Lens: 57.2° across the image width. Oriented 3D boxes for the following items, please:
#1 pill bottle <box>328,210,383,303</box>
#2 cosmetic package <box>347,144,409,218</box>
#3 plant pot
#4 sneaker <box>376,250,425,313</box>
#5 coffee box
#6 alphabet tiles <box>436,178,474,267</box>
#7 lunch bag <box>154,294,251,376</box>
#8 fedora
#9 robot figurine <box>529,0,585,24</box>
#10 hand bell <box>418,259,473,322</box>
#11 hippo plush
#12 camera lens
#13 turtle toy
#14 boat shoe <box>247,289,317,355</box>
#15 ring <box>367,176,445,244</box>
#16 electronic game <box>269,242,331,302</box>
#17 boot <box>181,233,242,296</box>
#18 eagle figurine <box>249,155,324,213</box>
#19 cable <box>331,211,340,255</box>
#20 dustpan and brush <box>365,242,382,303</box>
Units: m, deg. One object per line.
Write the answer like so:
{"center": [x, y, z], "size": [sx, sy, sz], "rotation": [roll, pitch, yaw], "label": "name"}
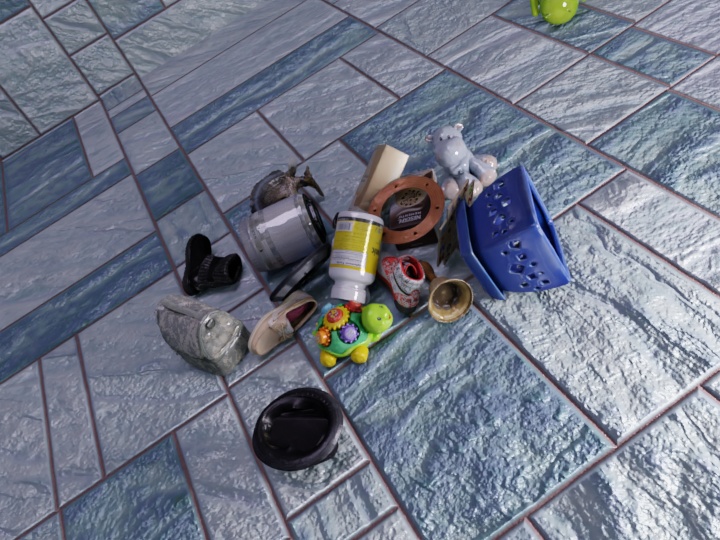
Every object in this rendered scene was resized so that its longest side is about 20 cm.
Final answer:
{"center": [-0.014, -0.029, 1.534], "size": [0.110, 0.111, 0.202], "rotation": [6, 83, 33], "label": "pill bottle"}
{"center": [0.042, -0.218, 1.704], "size": [0.201, 0.071, 0.105], "rotation": [-67, 17, 0], "label": "cosmetic package"}
{"center": [0.313, -0.067, 1.402], "size": [0.179, 0.200, 0.201], "rotation": [-23, 41, 24], "label": "plant pot"}
{"center": [0.090, -0.007, 1.518], "size": [0.067, 0.109, 0.202], "rotation": [-3, 42, -21], "label": "sneaker"}
{"center": [0.139, -0.156, 1.671], "size": [0.112, 0.080, 0.201], "rotation": [-11, 45, 18], "label": "coffee box"}
{"center": [0.216, -0.106, 1.497], "size": [0.006, 0.201, 0.167], "rotation": [24, 59, 20], "label": "alphabet tiles"}
{"center": [-0.388, 0.143, 1.595], "size": [0.199, 0.168, 0.140], "rotation": [14, 56, 38], "label": "lunch bag"}
{"center": [-0.113, 0.331, 1.320], "size": [0.199, 0.092, 0.202], "rotation": [-15, 44, 15], "label": "fedora"}
{"center": [0.622, -0.852, 2.069], "size": [0.174, 0.116, 0.201], "rotation": [-7, 47, 26], "label": "robot figurine"}
{"center": [0.169, 0.023, 1.495], "size": [0.104, 0.105, 0.200], "rotation": [-28, 29, 0], "label": "hand bell"}
{"center": [0.259, -0.299, 1.687], "size": [0.158, 0.161, 0.201], "rotation": [-15, 44, 15], "label": "hippo plush"}
{"center": [-0.199, -0.100, 1.739], "size": [0.199, 0.161, 0.161], "rotation": [-24, 42, 6], "label": "camera lens"}
{"center": [-0.020, 0.124, 1.466], "size": [0.198, 0.101, 0.147], "rotation": [-10, 45, 20], "label": "turtle toy"}
{"center": [-0.182, 0.127, 1.572], "size": [0.069, 0.074, 0.200], "rotation": [19, 59, 46], "label": "boat shoe"}
{"center": [0.110, -0.144, 1.595], "size": [0.199, 0.019, 0.202], "rotation": [-13, 54, 19], "label": "ring"}
{"center": [-0.146, 0.005, 1.615], "size": [0.200, 0.042, 0.200], "rotation": [-44, -1, -1], "label": "electronic game"}
{"center": [-0.405, -0.031, 1.838], "size": [0.157, 0.079, 0.213], "rotation": [-19, 53, 21], "label": "boot"}
{"center": [-0.215, -0.212, 1.853], "size": [0.199, 0.152, 0.151], "rotation": [-28, 23, 2], "label": "eagle figurine"}
{"center": [-0.055, -0.106, 1.686], "size": [0.050, 0.098, 0.201], "rotation": [10, 35, -18], "label": "cable"}
{"center": [0.000, 0.000, 1.624], "size": [0.139, 0.057, 0.201], "rotation": [-28, 34, 19], "label": "dustpan and brush"}
